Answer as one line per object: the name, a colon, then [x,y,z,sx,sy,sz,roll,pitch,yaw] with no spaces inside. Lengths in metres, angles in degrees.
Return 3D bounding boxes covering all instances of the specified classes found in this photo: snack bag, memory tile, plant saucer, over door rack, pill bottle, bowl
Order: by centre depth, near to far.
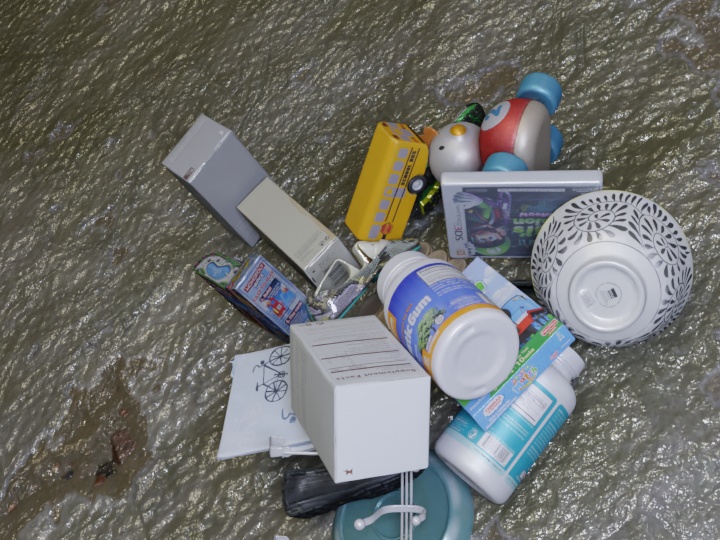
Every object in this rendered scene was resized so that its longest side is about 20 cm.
pill bottle: [0.094,0.055,1.290,0.112,0.112,0.200,-42,35,-1]
over door rack: [-0.021,0.286,1.299,0.196,0.067,0.151,4,105,13]
bowl: [0.296,0.014,1.305,0.198,0.204,0.094,-16,14,21]
pill bottle: [0.188,0.174,1.333,0.110,0.111,0.201,32,78,41]
plant saucer: [0.047,0.313,1.380,0.197,0.027,0.203,-15,54,21]
snack bag: [-0.095,0.169,1.461,0.197,0.022,0.191,-14,42,17]
memory tile: [0.084,0.038,1.508,0.154,0.017,0.199,-50,30,-8]

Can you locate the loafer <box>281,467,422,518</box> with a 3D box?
loafer: [-0.014,0.255,1.378,0.198,0.068,0.072,-21,67,21]

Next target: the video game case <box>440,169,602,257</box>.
video game case: [0.206,-0.069,1.402,0.196,0.183,0.024,0,61,9]

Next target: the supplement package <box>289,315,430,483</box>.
supplement package: [-0.005,0.145,1.288,0.115,0.119,0.200,-5,20,-17]

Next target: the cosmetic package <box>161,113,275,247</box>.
cosmetic package: [-0.209,-0.139,1.721,0.090,0.200,0.107,31,77,40]

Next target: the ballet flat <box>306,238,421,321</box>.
ballet flat: [0.000,0.000,1.529,0.200,0.073,0.072,-41,46,-21]

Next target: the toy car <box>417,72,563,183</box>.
toy car: [0.161,-0.167,1.513,0.197,0.178,0.186,13,56,21]

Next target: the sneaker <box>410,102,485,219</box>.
sneaker: [0.112,-0.177,1.637,0.200,0.078,0.085,-48,48,-5]

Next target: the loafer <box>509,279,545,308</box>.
loafer: [0.192,0.041,1.446,0.197,0.071,0.069,-2,58,30]

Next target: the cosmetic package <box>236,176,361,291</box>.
cosmetic package: [-0.092,-0.046,1.655,0.073,0.104,0.200,-44,49,-5]

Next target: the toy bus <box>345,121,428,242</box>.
toy bus: [0.036,-0.106,1.569,0.065,0.077,0.203,51,130,46]

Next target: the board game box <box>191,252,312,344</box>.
board game box: [-0.141,0.034,1.564,0.199,0.200,0.062,27,75,39]

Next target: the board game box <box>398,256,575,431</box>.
board game box: [0.148,0.084,1.336,0.151,0.037,0.200,-45,34,-1]
